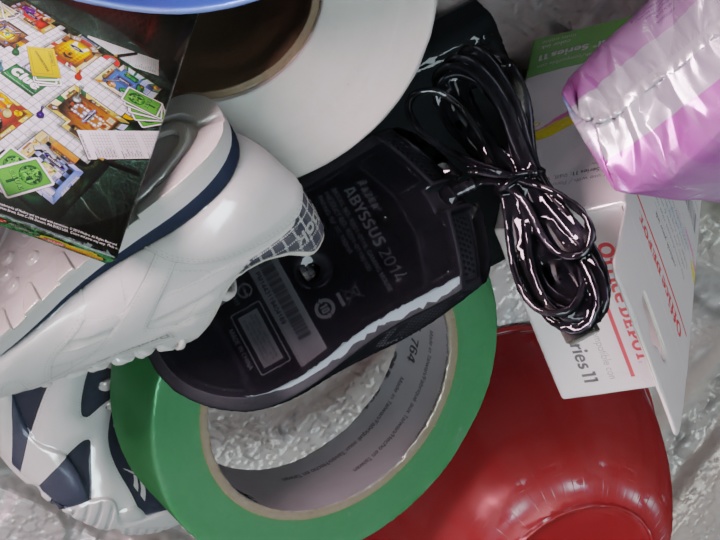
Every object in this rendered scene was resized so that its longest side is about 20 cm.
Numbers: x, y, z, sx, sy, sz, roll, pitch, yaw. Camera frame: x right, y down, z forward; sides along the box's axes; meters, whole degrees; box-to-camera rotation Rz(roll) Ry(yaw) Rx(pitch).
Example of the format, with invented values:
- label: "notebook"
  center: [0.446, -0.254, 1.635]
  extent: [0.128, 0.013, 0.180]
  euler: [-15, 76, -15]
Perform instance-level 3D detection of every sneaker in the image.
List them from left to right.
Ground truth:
- label: "sneaker"
  center: [-0.110, 0.013, 0.796]
  extent: [0.200, 0.077, 0.080]
  euler: [-31, 132, 23]
- label: "sneaker"
  center: [-0.128, 0.043, 0.957]
  extent: [0.130, 0.080, 0.199]
  euler: [-43, 115, 16]

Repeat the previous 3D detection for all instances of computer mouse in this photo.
- label: "computer mouse"
  center: [0.000, 0.000, 0.852]
  extent: [0.200, 0.053, 0.139]
  euler: [-24, 82, -1]

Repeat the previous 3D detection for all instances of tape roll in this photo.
- label: "tape roll"
  center: [-0.069, -0.151, 0.802]
  extent: [0.202, 0.139, 0.203]
  euler: [0, 127, 0]
- label: "tape roll"
  center: [-0.025, 0.048, 0.955]
  extent: [0.200, 0.048, 0.201]
  euler: [-15, 120, -28]

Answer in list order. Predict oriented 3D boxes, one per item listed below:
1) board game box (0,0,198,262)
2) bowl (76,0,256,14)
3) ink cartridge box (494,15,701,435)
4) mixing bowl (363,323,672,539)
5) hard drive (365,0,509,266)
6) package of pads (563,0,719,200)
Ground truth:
- label: "board game box"
  center: [-0.169, -0.084, 0.710]
  extent: [0.200, 0.023, 0.105]
  euler: [21, 81, -14]
- label: "bowl"
  center: [-0.073, -0.180, 0.658]
  extent: [0.200, 0.039, 0.201]
  euler: [0, 133, 0]
- label: "ink cartridge box"
  center: [0.119, -0.020, 0.946]
  extent: [0.067, 0.200, 0.117]
  euler: [-10, 127, 21]
- label: "mixing bowl"
  center: [0.101, 0.141, 1.090]
  extent: [0.200, 0.108, 0.201]
  euler: [-10, 120, -17]
- label: "hard drive"
  center: [-0.002, -0.035, 0.992]
  extent: [0.200, 0.033, 0.140]
  euler: [-27, 124, -5]
- label: "package of pads"
  center: [0.198, -0.088, 0.882]
  extent: [0.120, 0.076, 0.200]
  euler: [-37, 156, 34]
